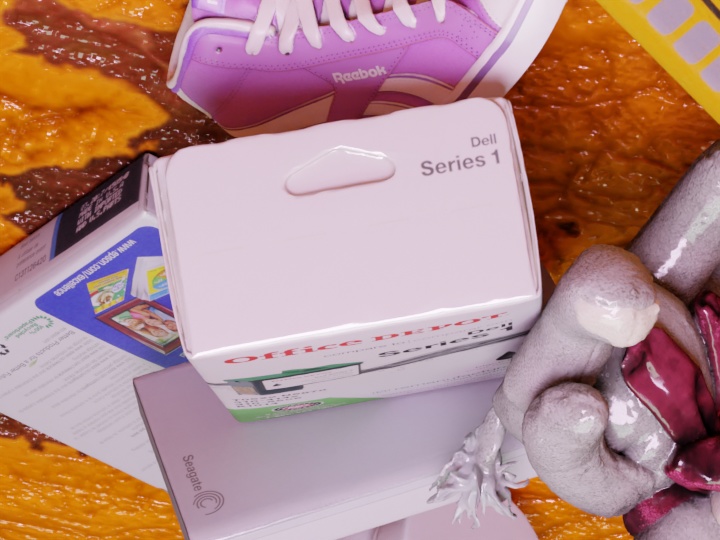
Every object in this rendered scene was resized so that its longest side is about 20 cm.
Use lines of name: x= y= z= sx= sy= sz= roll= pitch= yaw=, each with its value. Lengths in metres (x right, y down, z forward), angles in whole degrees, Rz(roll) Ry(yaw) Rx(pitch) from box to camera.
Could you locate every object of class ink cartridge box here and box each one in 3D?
ink cartridge box: x=0.000 y=0.000 z=1.229 sx=0.145 sy=0.085 sz=0.200 roll=-10 pitch=170 yaw=2
ink cartridge box: x=-0.083 y=0.037 z=1.450 sx=0.199 sy=0.047 sz=0.197 roll=27 pitch=139 yaw=-31

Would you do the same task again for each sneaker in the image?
sneaker: x=-0.006 y=-0.102 z=1.198 sx=0.114 sy=0.073 sz=0.200 roll=28 pitch=141 yaw=-26

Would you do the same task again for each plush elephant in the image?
plush elephant: x=0.132 y=0.076 z=1.202 sx=0.155 sy=0.165 sz=0.200 roll=41 pitch=122 yaw=10

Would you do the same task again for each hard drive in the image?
hard drive: x=0.007 y=0.063 z=1.334 sx=0.199 sy=0.132 sz=0.027 roll=-17 pitch=125 yaw=-7

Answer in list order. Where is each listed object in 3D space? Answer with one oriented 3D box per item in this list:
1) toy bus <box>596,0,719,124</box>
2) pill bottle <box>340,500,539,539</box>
toy bus: x=0.128 y=-0.120 z=1.127 sx=0.078 sy=0.065 sz=0.200 roll=-41 pitch=132 yaw=11
pill bottle: x=0.004 y=0.190 z=1.603 sx=0.114 sy=0.115 sz=0.200 roll=25 pitch=142 yaw=-27
